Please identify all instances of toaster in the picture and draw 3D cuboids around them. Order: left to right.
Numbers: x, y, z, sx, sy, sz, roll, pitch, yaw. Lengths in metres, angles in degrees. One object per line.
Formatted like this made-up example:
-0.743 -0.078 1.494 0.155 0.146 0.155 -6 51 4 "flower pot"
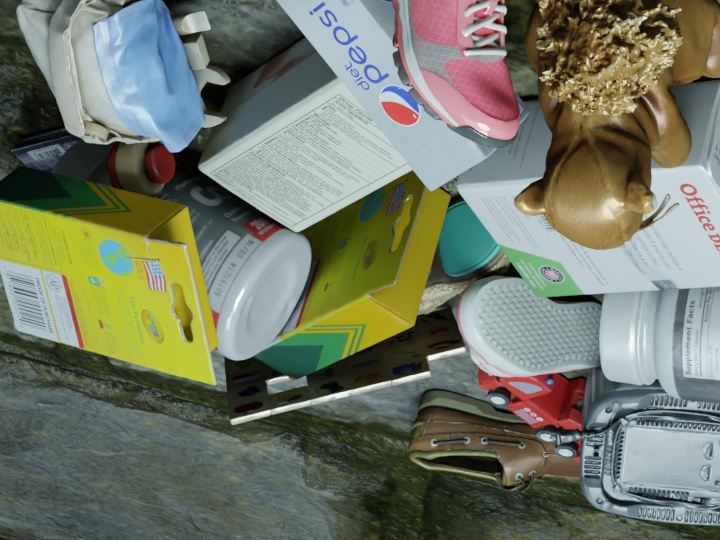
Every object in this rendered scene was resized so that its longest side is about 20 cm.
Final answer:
0.251 0.133 1.872 0.199 0.129 0.114 3 106 3 "toaster"

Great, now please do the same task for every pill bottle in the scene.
-0.149 -0.023 1.815 0.200 0.114 0.114 29 153 20 "pill bottle"
0.290 0.047 1.766 0.199 0.114 0.114 5 147 22 "pill bottle"

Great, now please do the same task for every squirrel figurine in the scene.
0.154 -0.118 1.503 0.141 0.187 0.200 6 147 20 "squirrel figurine"

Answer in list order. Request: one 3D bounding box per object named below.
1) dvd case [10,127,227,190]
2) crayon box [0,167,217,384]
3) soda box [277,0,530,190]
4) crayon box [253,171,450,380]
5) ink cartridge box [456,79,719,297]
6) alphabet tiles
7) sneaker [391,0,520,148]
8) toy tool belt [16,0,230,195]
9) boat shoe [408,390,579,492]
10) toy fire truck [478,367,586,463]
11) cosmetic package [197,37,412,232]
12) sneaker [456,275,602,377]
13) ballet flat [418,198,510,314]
-0.176 -0.059 1.935 0.148 0.016 0.200 -11 138 37 "dvd case"
-0.184 0.004 1.728 0.200 0.051 0.127 15 129 33 "crayon box"
0.021 -0.156 1.566 0.200 0.063 0.068 50 141 -8 "soda box"
0.000 0.000 1.829 0.051 0.127 0.200 32 147 -23 "crayon box"
0.194 -0.056 1.680 0.200 0.084 0.146 -4 143 32 "ink cartridge box"
-0.014 0.072 1.916 0.199 0.167 0.008 -13 108 -1 "alphabet tiles"
0.062 -0.177 1.478 0.074 0.201 0.087 -6 160 -46 "sneaker"
-0.157 -0.139 1.689 0.123 0.125 0.200 -4 128 29 "toy tool belt"
0.142 0.169 2.081 0.199 0.068 0.072 11 148 11 "boat shoe"
0.213 0.117 1.980 0.200 0.049 0.141 38 143 -29 "toy fire truck"
-0.018 -0.114 1.696 0.103 0.087 0.200 34 147 -24 "cosmetic package"
0.111 0.050 1.852 0.104 0.076 0.200 -4 171 35 "sneaker"
0.080 -0.013 1.846 0.065 0.071 0.200 4 163 -34 "ballet flat"
